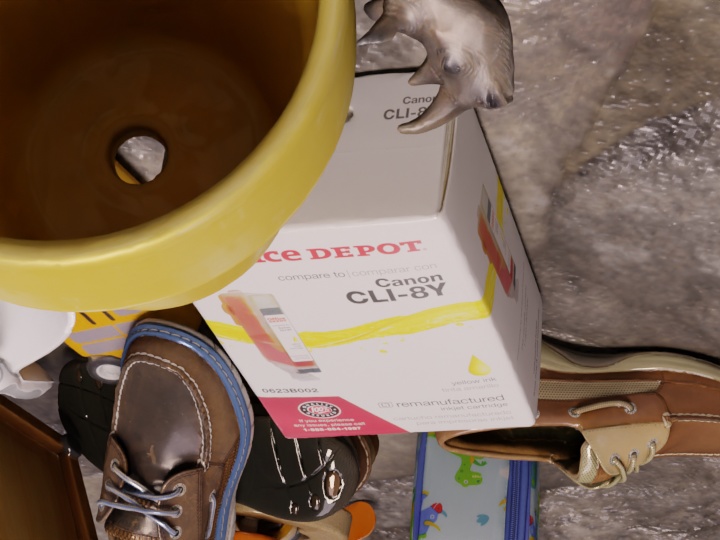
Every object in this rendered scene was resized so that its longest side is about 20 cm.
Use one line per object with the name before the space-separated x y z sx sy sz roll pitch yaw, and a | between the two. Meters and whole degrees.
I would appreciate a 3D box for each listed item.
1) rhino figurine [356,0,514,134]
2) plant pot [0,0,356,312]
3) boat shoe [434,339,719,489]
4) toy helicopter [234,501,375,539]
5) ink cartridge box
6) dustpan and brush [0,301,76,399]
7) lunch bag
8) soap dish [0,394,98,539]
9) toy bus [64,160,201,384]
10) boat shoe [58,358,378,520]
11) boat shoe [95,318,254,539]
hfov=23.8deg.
rhino figurine | 0.052 -0.134 0.590 0.087 0.060 0.201 18 118 -11
plant pot | -0.098 -0.070 0.672 0.200 0.202 0.189 5 163 4
boat shoe | 0.133 0.089 0.968 0.199 0.074 0.076 8 148 -1
toy helicopter | -0.081 0.172 1.168 0.132 0.079 0.199 22 157 -37
ink cartridge box | 0.000 0.000 0.846 0.144 0.084 0.200 -4 146 17
dustpan and brush | -0.189 0.043 0.837 0.139 0.057 0.200 -24 179 4
lunch bag | 0.068 0.191 1.062 0.082 0.161 0.200 4 147 5
soap dish | -0.203 0.145 0.912 0.081 0.200 0.157 -35 136 11
toy bus | -0.142 -0.012 0.876 0.078 0.065 0.200 -13 142 27
boat shoe | -0.082 0.094 1.004 0.199 0.074 0.076 15 110 23
boat shoe | -0.100 0.114 0.901 0.072 0.073 0.201 14 134 15
